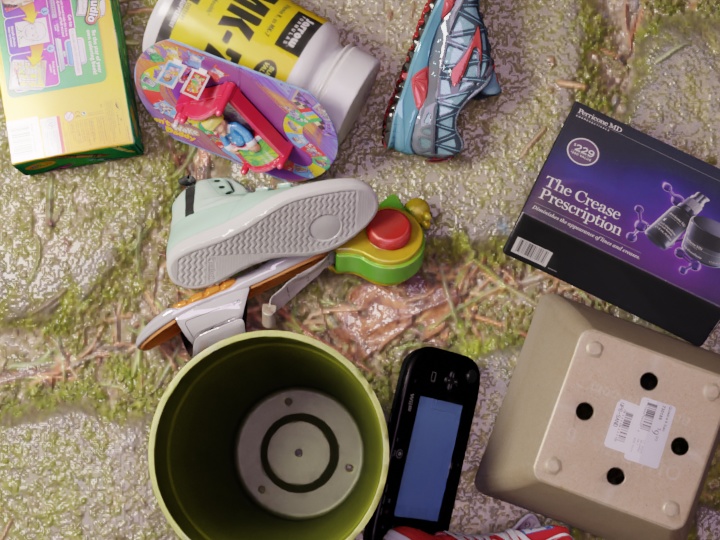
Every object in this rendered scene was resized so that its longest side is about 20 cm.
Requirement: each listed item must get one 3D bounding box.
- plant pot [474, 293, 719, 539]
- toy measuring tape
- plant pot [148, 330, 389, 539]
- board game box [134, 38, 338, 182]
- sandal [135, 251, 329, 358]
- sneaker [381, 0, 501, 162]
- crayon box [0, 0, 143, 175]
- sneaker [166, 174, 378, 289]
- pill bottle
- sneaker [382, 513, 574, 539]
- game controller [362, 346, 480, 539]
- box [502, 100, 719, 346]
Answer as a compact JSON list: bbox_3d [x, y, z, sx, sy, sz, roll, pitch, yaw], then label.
[{"bbox_3d":[0.227,0.138,1.399,0.200,0.177,0.200,20,86,4],"label":"plant pot"},{"bbox_3d":[0.000,0.000,1.453,0.074,0.074,0.200,47,63,5],"label":"toy measuring tape"},{"bbox_3d":[-0.067,0.160,1.395,0.200,0.193,0.201,-1,83,5],"label":"plant pot"},{"bbox_3d":[-0.121,-0.127,1.443,0.200,0.158,0.039,22,61,4],"label":"board game box"},{"bbox_3d":[-0.108,0.038,1.468,0.206,0.079,0.059,-26,82,-2],"label":"sandal"},{"bbox_3d":[0.091,-0.197,1.493,0.095,0.079,0.200,20,94,-6],"label":"sneaker"},{"bbox_3d":[-0.282,-0.201,1.505,0.119,0.058,0.200,-10,85,1],"label":"crayon box"},{"bbox_3d":[-0.086,-0.064,1.457,0.200,0.118,0.074,-18,129,4],"label":"sneaker"},{"bbox_3d":[-0.090,-0.199,1.472,0.200,0.114,0.114,28,86,4],"label":"pill bottle"},{"bbox_3d":[0.116,0.251,1.421,0.200,0.071,0.113,37,84,-28],"label":"sneaker"},{"bbox_3d":[0.056,0.170,1.445,0.042,0.104,0.200,9,84,35],"label":"game controller"},{"bbox_3d":[0.251,-0.044,1.440,0.200,0.079,0.141,25,58,4],"label":"box"}]
